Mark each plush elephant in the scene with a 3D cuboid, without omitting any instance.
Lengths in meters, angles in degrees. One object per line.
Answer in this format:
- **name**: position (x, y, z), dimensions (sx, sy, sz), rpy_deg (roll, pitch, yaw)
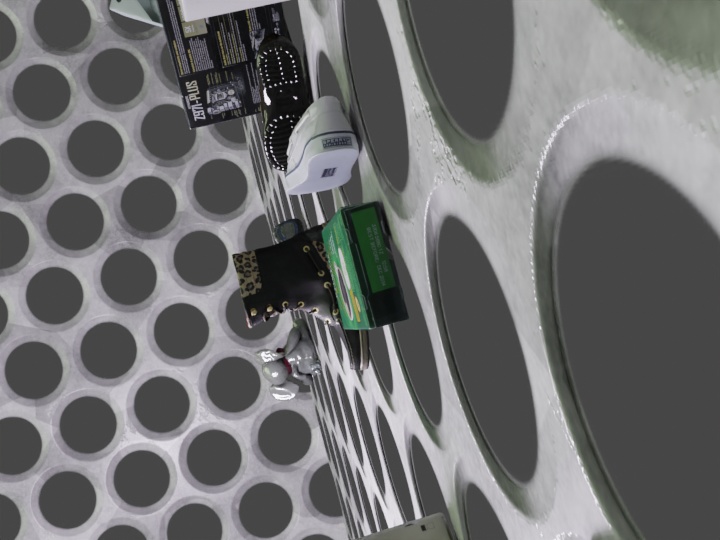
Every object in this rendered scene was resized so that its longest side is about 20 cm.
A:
- **plush elephant**: position (-0.189, 0.239, 2.176), dimensions (0.200, 0.154, 0.166), rpy_deg (-130, 26, -72)

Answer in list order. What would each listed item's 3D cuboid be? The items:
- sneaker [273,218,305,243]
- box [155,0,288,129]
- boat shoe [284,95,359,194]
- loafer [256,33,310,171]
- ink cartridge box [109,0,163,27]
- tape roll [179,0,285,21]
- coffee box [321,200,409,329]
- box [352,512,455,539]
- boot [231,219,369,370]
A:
- **sneaker**: position (-0.107, -0.008, 1.569), dimensions (0.087, 0.074, 0.201), rpy_deg (67, -173, -45)
- **box**: position (-0.184, -0.317, 1.170), dimensions (0.086, 0.163, 0.201), rpy_deg (-117, 14, -54)
- **boat shoe**: position (-0.043, -0.130, 0.907), dimensions (0.200, 0.073, 0.066), rpy_deg (149, 111, -71)
- **loafer**: position (-0.095, -0.221, 1.107), dimensions (0.072, 0.073, 0.201), rpy_deg (-99, 7, -47)
- **ink cartridge box**: position (-0.265, -0.451, 1.225), dimensions (0.041, 0.199, 0.201), rpy_deg (-1, -70, -60)
- **tape roll**: position (-0.111, -0.332, 0.735), dimensions (0.203, 0.138, 0.204), rpy_deg (165, 90, -82)
- **coffee box**: position (0.000, 0.000, 0.893), dimensions (0.200, 0.044, 0.124), rpy_deg (146, 110, -81)
- **box**: position (0.048, 0.368, 0.910), dimensions (0.201, 0.127, 0.109), rpy_deg (84, 167, -48)
- **boot**: position (-0.075, 0.046, 1.098), dimensions (0.073, 0.150, 0.201), rpy_deg (156, 99, -82)
